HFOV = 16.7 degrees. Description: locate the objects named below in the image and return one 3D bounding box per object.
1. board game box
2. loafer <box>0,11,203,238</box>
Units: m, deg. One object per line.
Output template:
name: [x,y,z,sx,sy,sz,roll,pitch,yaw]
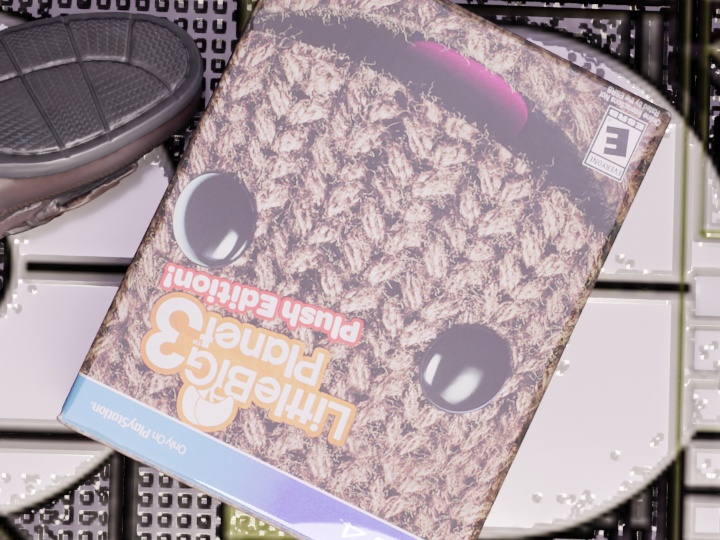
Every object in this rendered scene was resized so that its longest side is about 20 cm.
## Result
board game box: [0.000,0.000,0.928,0.158,0.097,0.201,25,86,-2]
loafer: [-0.153,-0.040,0.949,0.199,0.063,0.072,-22,59,-8]
